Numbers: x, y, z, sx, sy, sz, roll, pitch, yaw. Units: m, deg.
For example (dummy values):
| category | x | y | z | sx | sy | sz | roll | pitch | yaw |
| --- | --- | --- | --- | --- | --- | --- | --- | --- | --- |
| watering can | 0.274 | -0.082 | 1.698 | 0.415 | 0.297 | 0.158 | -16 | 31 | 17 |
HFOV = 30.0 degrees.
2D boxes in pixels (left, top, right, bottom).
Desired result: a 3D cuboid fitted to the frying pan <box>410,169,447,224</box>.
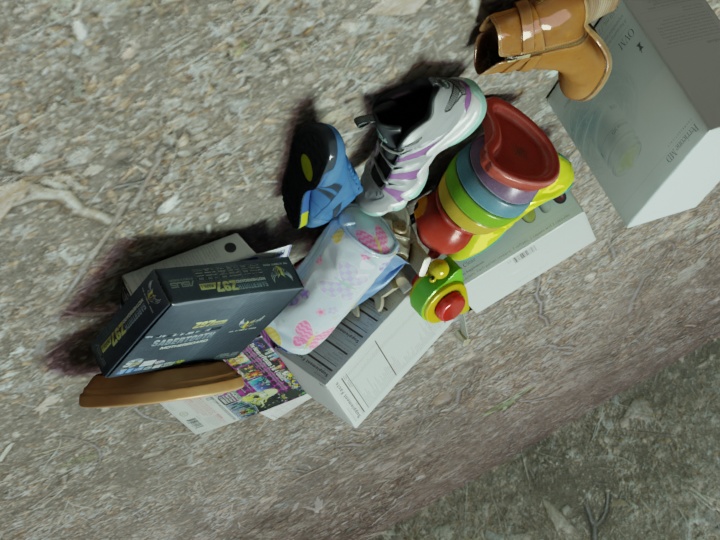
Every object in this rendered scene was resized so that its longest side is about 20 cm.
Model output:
| category | x | y | z | sx | sy | sz | roll | pitch | yaw |
| --- | --- | --- | --- | --- | --- | --- | --- | --- | --- |
| frying pan | 0.118 | -0.099 | 1.726 | 0.190 | 0.031 | 0.115 | -38 | 157 | 30 |

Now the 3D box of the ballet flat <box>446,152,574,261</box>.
| category | x | y | z | sx | sy | sz | roll | pitch | yaw |
| --- | --- | --- | --- | --- | --- | --- | --- | --- | --- |
| ballet flat | 0.183 | -0.090 | 1.730 | 0.200 | 0.067 | 0.067 | -34 | 141 | 5 |

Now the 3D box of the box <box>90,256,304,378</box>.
| category | x | y | z | sx | sy | sz | roll | pitch | yaw |
| --- | --- | --- | --- | --- | --- | --- | --- | --- | --- |
| box | -0.184 | 0.052 | 1.524 | 0.200 | 0.051 | 0.158 | -7 | 150 | -46 |

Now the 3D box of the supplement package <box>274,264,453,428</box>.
| category | x | y | z | sx | sy | sz | roll | pitch | yaw |
| --- | --- | --- | --- | --- | --- | --- | --- | --- | --- |
| supplement package | 0.006 | 0.084 | 1.762 | 0.200 | 0.109 | 0.114 | -46 | 138 | -15 |

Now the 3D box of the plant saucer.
| category | x | y | z | sx | sy | sz | roll | pitch | yaw |
| --- | --- | --- | --- | --- | --- | --- | --- | --- | --- |
| plant saucer | -0.241 | 0.135 | 1.624 | 0.199 | 0.038 | 0.200 | -6 | -179 | 0 |

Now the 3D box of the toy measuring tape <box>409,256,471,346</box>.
| category | x | y | z | sx | sy | sz | roll | pitch | yaw |
| --- | --- | --- | --- | --- | --- | --- | --- | --- | --- |
| toy measuring tape | 0.101 | 0.051 | 1.712 | 0.073 | 0.074 | 0.200 | -26 | 146 | -8 |

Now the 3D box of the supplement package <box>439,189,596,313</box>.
| category | x | y | z | sx | sy | sz | roll | pitch | yaw |
| --- | --- | --- | --- | --- | --- | --- | --- | --- | --- |
| supplement package | 0.202 | -0.052 | 1.837 | 0.200 | 0.111 | 0.156 | -33 | 160 | 6 |

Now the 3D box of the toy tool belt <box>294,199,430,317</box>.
| category | x | y | z | sx | sy | sz | roll | pitch | yaw |
| --- | --- | --- | --- | --- | --- | --- | --- | --- | --- |
| toy tool belt | 0.000 | 0.000 | 1.670 | 0.125 | 0.123 | 0.200 | -5 | 149 | -48 |

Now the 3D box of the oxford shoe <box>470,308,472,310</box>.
| category | x | y | z | sx | sy | sz | roll | pitch | yaw |
| --- | --- | --- | --- | --- | --- | --- | --- | --- | --- |
| oxford shoe | 0.104 | 0.041 | 1.969 | 0.199 | 0.085 | 0.073 | -8 | 153 | -42 |

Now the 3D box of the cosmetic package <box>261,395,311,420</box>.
| category | x | y | z | sx | sy | sz | roll | pitch | yaw |
| --- | --- | --- | --- | --- | --- | --- | --- | --- | --- |
| cosmetic package | -0.136 | 0.167 | 1.991 | 0.082 | 0.051 | 0.200 | -32 | 160 | 4 |

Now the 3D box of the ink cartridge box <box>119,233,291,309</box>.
| category | x | y | z | sx | sy | sz | roll | pitch | yaw |
| --- | --- | --- | --- | --- | --- | --- | --- | --- | --- |
| ink cartridge box | -0.190 | 0.032 | 1.602 | 0.199 | 0.044 | 0.198 | -19 | 158 | -21 |

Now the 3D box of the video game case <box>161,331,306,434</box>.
| category | x | y | z | sx | sy | sz | roll | pitch | yaw |
| --- | --- | --- | --- | --- | --- | --- | --- | --- | --- |
| video game case | -0.182 | 0.146 | 1.803 | 0.181 | 0.036 | 0.200 | -21 | 149 | 8 |

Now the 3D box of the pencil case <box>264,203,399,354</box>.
| category | x | y | z | sx | sy | sz | roll | pitch | yaw |
| --- | --- | --- | --- | --- | --- | --- | --- | --- | --- |
| pencil case | -0.041 | 0.010 | 1.588 | 0.091 | 0.083 | 0.200 | 30 | 124 | -18 |

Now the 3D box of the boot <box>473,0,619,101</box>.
| category | x | y | z | sx | sy | sz | roll | pitch | yaw |
| --- | --- | --- | --- | --- | --- | --- | --- | --- | --- |
| boot | 0.193 | -0.237 | 1.447 | 0.154 | 0.074 | 0.200 | -25 | 148 | -15 |

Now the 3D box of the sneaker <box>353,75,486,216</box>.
| category | x | y | z | sx | sy | sz | roll | pitch | yaw |
| --- | --- | --- | --- | --- | --- | --- | --- | --- | --- |
| sneaker | 0.032 | -0.141 | 1.460 | 0.140 | 0.078 | 0.200 | 3 | 134 | -53 |

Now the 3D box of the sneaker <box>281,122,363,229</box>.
| category | x | y | z | sx | sy | sz | roll | pitch | yaw |
| --- | --- | --- | --- | --- | --- | --- | --- | --- | --- |
| sneaker | -0.032 | -0.108 | 1.443 | 0.078 | 0.066 | 0.200 | -15 | 162 | -16 |

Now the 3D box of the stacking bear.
| category | x | y | z | sx | sy | sz | roll | pitch | yaw |
| --- | --- | --- | --- | --- | --- | --- | --- | --- | --- |
| stacking bear | 0.137 | -0.092 | 1.616 | 0.113 | 0.122 | 0.200 | 24 | 137 | -22 |

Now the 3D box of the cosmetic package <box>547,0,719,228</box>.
| category | x | y | z | sx | sy | sz | roll | pitch | yaw |
| --- | --- | --- | --- | --- | --- | --- | --- | --- | --- |
| cosmetic package | 0.348 | -0.193 | 1.568 | 0.123 | 0.200 | 0.200 | -18 | 157 | -29 |
